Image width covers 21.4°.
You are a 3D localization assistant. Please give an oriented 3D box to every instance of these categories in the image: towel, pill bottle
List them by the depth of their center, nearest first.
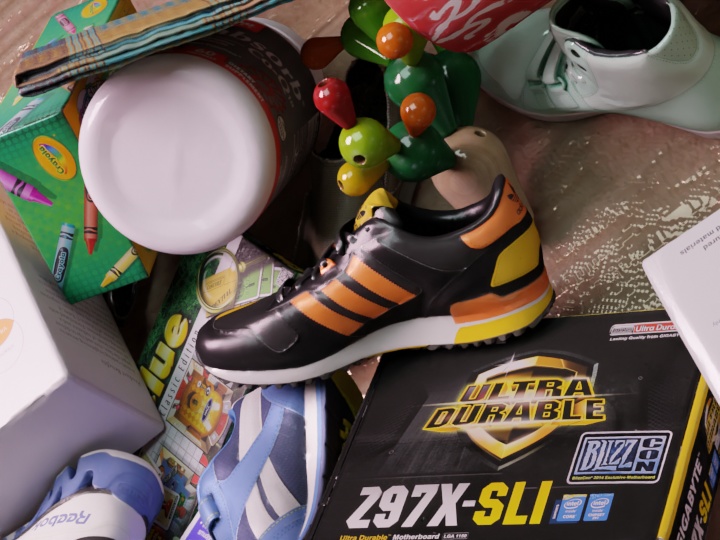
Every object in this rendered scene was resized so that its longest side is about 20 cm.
[{"bbox_3d":[-0.098,-0.142,1.077,0.199,0.022,0.147,-20,12,-3],"label":"towel"},{"bbox_3d":[-0.087,-0.090,1.147,0.116,0.116,0.200,-34,8,18],"label":"pill bottle"}]

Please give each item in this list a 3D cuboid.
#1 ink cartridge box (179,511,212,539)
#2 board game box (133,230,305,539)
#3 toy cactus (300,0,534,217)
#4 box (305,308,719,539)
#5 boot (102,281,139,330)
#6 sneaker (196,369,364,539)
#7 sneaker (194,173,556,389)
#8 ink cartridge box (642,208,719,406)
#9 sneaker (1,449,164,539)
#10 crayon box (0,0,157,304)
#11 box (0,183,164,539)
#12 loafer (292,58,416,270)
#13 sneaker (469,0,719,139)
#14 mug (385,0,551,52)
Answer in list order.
[{"bbox_3d":[-0.027,0.186,1.059,0.198,0.043,0.201,24,78,42],"label":"ink cartridge box"},{"bbox_3d":[-0.101,0.073,1.162,0.105,0.023,0.201,33,103,47],"label":"board game box"},{"bbox_3d":[0.034,-0.083,1.070,0.102,0.165,0.200,-30,16,19],"label":"toy cactus"},{"bbox_3d":[0.086,0.094,0.976,0.199,0.049,0.160,-5,43,31],"label":"box"},{"bbox_3d":[-0.228,0.037,1.280,0.173,0.069,0.201,-6,61,36],"label":"boot"},{"bbox_3d":[-0.045,0.142,1.024,0.082,0.074,0.201,-12,46,23],"label":"sneaker"},{"bbox_3d":[0.000,0.000,1.024,0.199,0.090,0.070,-11,23,10],"label":"sneaker"},{"bbox_3d":[0.228,0.073,0.857,0.087,0.145,0.201,-34,49,16],"label":"ink cartridge box"},{"bbox_3d":[-0.194,0.204,1.114,0.200,0.080,0.115,-49,17,21],"label":"sneaker"},{"bbox_3d":[-0.165,-0.083,1.198,0.058,0.119,0.200,-18,26,15],"label":"crayon box"},{"bbox_3d":[-0.240,0.052,1.183,0.152,0.106,0.200,-37,56,11],"label":"box"},{"bbox_3d":[-0.009,-0.045,1.154,0.075,0.070,0.201,1,67,38],"label":"loafer"},{"bbox_3d":[0.121,-0.134,1.069,0.200,0.118,0.074,14,77,42],"label":"sneaker"},{"bbox_3d":[0.114,-0.203,0.985,0.200,0.177,0.134,-36,50,33],"label":"mug"}]
